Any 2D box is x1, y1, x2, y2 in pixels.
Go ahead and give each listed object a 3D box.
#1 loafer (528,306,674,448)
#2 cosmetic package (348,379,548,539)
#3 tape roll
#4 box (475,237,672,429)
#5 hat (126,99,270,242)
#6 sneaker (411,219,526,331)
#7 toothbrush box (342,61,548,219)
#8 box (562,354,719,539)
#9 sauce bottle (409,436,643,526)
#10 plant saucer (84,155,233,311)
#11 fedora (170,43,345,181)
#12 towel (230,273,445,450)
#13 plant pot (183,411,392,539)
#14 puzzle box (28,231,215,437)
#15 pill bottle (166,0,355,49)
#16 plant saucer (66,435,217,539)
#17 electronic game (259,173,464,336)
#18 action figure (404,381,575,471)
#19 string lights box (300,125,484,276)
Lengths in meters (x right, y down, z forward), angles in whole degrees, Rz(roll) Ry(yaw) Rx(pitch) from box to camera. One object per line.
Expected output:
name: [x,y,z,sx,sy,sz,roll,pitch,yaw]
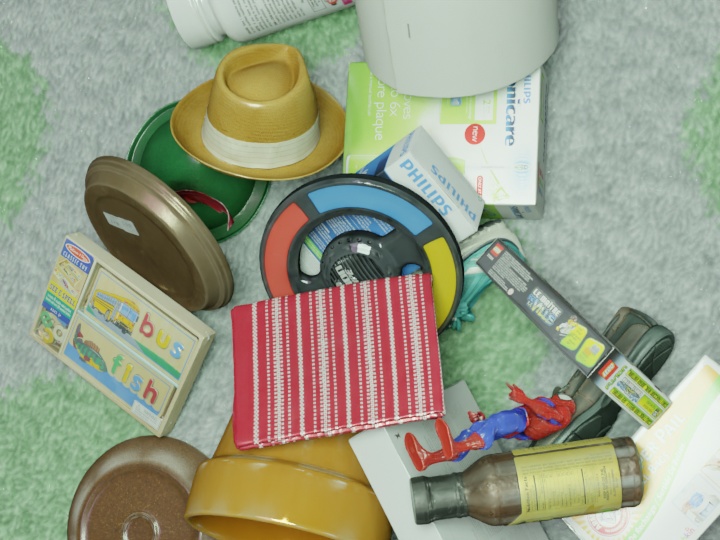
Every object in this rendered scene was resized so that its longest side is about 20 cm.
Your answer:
loafer: [0.219,0.122,1.198,0.200,0.072,0.063,-47,54,-3]
cosmetic package: [0.090,0.218,1.155,0.051,0.150,0.202,-33,80,33]
tape roll: [0.090,-0.282,1.195,0.200,0.140,0.204,-6,41,5]
box: [0.193,0.054,1.135,0.035,0.110,0.200,-47,38,6]
hat: [-0.187,-0.118,1.271,0.197,0.176,0.168,5,84,15]
sneaker: [0.077,0.028,1.239,0.199,0.077,0.080,-32,88,10]
toothbrush box: [0.087,-0.132,1.251,0.197,0.086,0.148,2,83,14]
box: [0.290,0.189,1.138,0.101,0.112,0.200,42,95,16]
sauce bottle: [0.141,0.186,1.067,0.197,0.065,0.066,-7,80,0]
plant saucer: [-0.212,-0.030,1.262,0.199,0.201,0.029,35,62,17]
fedora: [-0.098,-0.173,1.252,0.199,0.201,0.083,25,131,16]
towel: [-0.025,0.082,1.120,0.197,0.023,0.146,-10,62,10]
plant pot: [-0.054,0.174,1.200,0.197,0.201,0.186,7,68,15]
puzzle box: [-0.257,0.067,1.319,0.199,0.025,0.134,34,112,17]
pill bottle: [-0.102,-0.311,1.310,0.197,0.113,0.115,-16,78,12]
plant saucer: [-0.227,0.275,1.301,0.197,0.037,0.204,-2,81,14]
electronic game: [0.000,0.000,1.166,0.197,0.042,0.202,6,123,10]
action figure: [0.127,0.134,1.091,0.065,0.198,0.052,-38,66,41]
string lights box: [0.012,-0.039,1.201,0.199,0.059,0.103,-33,108,30]
